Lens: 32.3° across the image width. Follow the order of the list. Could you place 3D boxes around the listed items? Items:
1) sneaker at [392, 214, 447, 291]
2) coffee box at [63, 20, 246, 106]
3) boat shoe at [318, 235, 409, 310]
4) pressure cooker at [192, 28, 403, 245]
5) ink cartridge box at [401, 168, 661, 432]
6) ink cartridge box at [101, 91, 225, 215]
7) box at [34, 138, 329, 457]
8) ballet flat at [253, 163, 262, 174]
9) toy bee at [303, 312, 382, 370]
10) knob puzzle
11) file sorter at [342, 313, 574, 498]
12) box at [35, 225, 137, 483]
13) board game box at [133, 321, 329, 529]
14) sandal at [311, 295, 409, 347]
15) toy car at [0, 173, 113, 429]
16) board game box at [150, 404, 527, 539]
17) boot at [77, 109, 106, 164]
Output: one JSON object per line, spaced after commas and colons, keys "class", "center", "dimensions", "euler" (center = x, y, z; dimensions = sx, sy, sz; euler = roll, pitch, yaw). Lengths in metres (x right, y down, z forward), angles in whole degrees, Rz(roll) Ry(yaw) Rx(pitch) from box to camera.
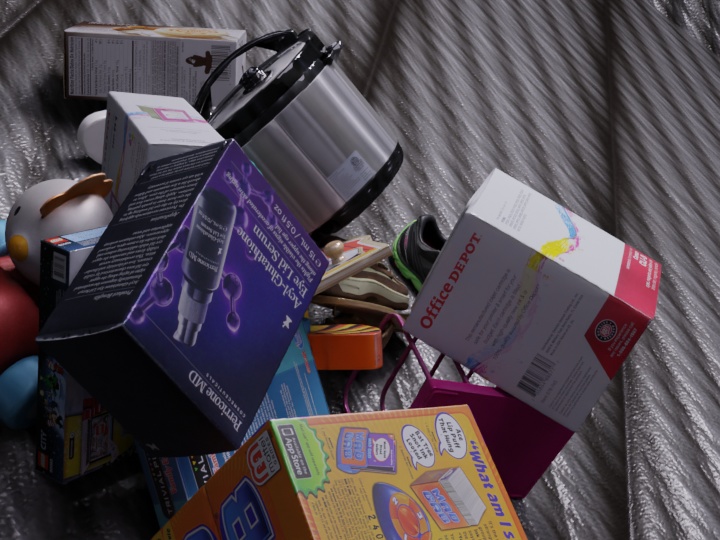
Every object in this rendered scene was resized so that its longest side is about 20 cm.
{"class": "sneaker", "center": [0.116, 0.010, 1.505], "dimensions": [0.200, 0.084, 0.076], "euler": [46, 35, 22]}
{"class": "coffee box", "center": [-0.237, -0.243, 1.458], "dimensions": [0.197, 0.081, 0.114], "euler": [3, 16, 0]}
{"class": "boat shoe", "center": [0.006, 0.000, 1.368], "dimensions": [0.074, 0.076, 0.202], "euler": [3, -6, 22]}
{"class": "pressure cooker", "center": [-0.072, -0.142, 1.287], "dimensions": [0.200, 0.178, 0.176], "euler": [48, 38, -15]}
{"class": "ink cartridge box", "center": [0.168, 0.024, 1.213], "dimensions": [0.199, 0.146, 0.145], "euler": [31, 28, 3]}
{"class": "ink cartridge box", "center": [-0.189, -0.075, 1.177], "dimensions": [0.084, 0.146, 0.200], "euler": [2, 19, -22]}
{"class": "box", "center": [-0.133, 0.023, 0.976], "dimensions": [0.148, 0.104, 0.201], "euler": [51, 46, -32]}
{"class": "ballet flat", "center": [-0.134, -0.028, 1.234], "dimensions": [0.067, 0.201, 0.071], "euler": [5, 58, -11]}
{"class": "toy bee", "center": [-0.076, 0.068, 1.240], "dimensions": [0.198, 0.132, 0.109], "euler": [18, 8, -2]}
{"class": "knob puzzle", "center": [-0.079, 0.005, 1.187], "dimensions": [0.031, 0.218, 0.220], "euler": [65, 31, -11]}
{"class": "file sorter", "center": [0.102, 0.134, 1.271], "dimensions": [0.198, 0.140, 0.126], "euler": [10, 36, -31]}
{"class": "box", "center": [-0.207, 0.063, 1.047], "dimensions": [0.037, 0.202, 0.136], "euler": [18, 21, 32]}
{"class": "board game box", "center": [-0.108, 0.138, 1.097], "dimensions": [0.199, 0.047, 0.153], "euler": [-18, 92, -51]}
{"class": "sandal", "center": [0.008, 0.073, 1.336], "dimensions": [0.077, 0.071, 0.211], "euler": [6, -5, 27]}
{"class": "toy car", "center": [-0.281, -0.008, 1.074], "dimensions": [0.184, 0.201, 0.176], "euler": [41, 33, 16]}
{"class": "board game box", "center": [-0.007, 0.241, 0.935], "dimensions": [0.198, 0.200, 0.201], "euler": [1, 54, -40]}
{"class": "boot", "center": [-0.257, -0.166, 1.453], "dimensions": [0.199, 0.073, 0.090], "euler": [2, 31, -46]}
